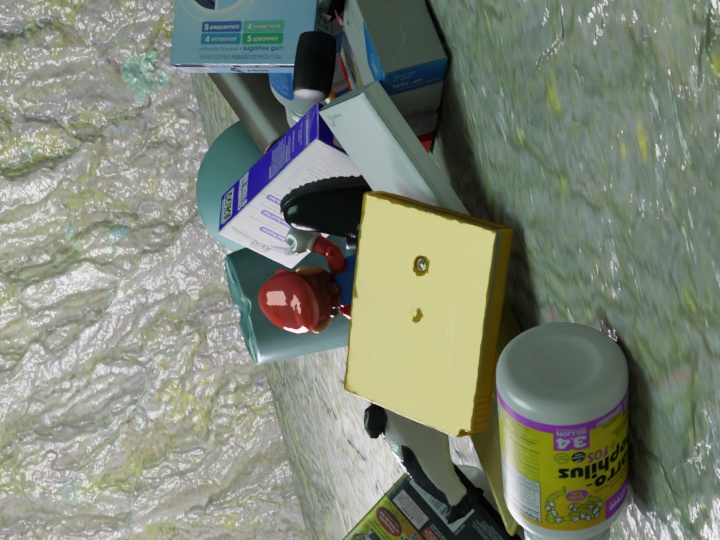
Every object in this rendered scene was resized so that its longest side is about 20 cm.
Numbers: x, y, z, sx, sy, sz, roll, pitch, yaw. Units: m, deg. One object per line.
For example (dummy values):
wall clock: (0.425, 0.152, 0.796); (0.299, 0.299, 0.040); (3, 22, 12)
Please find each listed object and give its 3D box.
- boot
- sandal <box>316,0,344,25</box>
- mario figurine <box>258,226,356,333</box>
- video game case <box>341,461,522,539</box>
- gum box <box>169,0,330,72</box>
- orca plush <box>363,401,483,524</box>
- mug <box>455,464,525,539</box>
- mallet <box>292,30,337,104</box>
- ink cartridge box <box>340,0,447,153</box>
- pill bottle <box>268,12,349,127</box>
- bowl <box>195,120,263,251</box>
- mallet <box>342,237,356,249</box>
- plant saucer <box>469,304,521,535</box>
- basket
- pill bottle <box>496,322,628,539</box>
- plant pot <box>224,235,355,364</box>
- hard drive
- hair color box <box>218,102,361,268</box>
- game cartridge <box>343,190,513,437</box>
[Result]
boot: (0.001, 0.000, 1.680); (0.066, 0.164, 0.201); (60, -159, -63)
sandal: (-0.008, -0.277, 1.614); (0.075, 0.045, 0.200); (-64, 1, 12)
mario figurine: (-0.020, 0.007, 1.793); (0.106, 0.199, 0.124); (100, 152, -67)
video game case: (0.084, 0.316, 1.677); (0.200, 0.181, 0.025); (47, -160, 16)
gum box: (-0.112, -0.314, 1.712); (0.045, 0.169, 0.202); (16, -103, -67)
orca plush: (0.060, 0.154, 1.628); (0.200, 0.105, 0.071); (51, 170, -13)
mug: (0.119, 0.311, 1.743); (0.199, 0.147, 0.177); (1, 103, 50)
mallet: (-0.035, -0.175, 1.664); (0.200, 0.041, 0.066); (69, -153, -67)
ink cartridge box: (0.029, -0.197, 1.586); (0.200, 0.067, 0.117); (96, 156, -66)
pill bottle: (-0.054, -0.250, 1.823); (0.201, 0.111, 0.113); (87, 163, -48)
bowl: (-0.111, -0.104, 2.160); (0.105, 0.200, 0.202); (29, 136, 60)
mallet: (-0.015, -0.107, 1.926); (0.041, 0.065, 0.201); (85, 166, -52)
plant saucer: (0.142, 0.132, 1.550); (0.200, 0.048, 0.201); (96, 155, -64)
basket: (-0.120, -0.260, 2.070); (0.201, 0.180, 0.136); (63, 145, 10)
pill bottle: (0.165, 0.147, 1.293); (0.104, 0.104, 0.201); (-118, 15, -48)
plant pot: (-0.064, 0.025, 2.072); (0.200, 0.195, 0.202); (163, 90, -79)
hard drive: (0.044, -0.087, 1.554); (0.201, 0.027, 0.132); (55, 162, -10)
hair color box: (-0.065, -0.095, 1.838); (0.200, 0.109, 0.065); (-41, 36, 36)
game cartridge: (0.061, 0.040, 1.500); (0.176, 0.032, 0.202); (19, 109, 43)
